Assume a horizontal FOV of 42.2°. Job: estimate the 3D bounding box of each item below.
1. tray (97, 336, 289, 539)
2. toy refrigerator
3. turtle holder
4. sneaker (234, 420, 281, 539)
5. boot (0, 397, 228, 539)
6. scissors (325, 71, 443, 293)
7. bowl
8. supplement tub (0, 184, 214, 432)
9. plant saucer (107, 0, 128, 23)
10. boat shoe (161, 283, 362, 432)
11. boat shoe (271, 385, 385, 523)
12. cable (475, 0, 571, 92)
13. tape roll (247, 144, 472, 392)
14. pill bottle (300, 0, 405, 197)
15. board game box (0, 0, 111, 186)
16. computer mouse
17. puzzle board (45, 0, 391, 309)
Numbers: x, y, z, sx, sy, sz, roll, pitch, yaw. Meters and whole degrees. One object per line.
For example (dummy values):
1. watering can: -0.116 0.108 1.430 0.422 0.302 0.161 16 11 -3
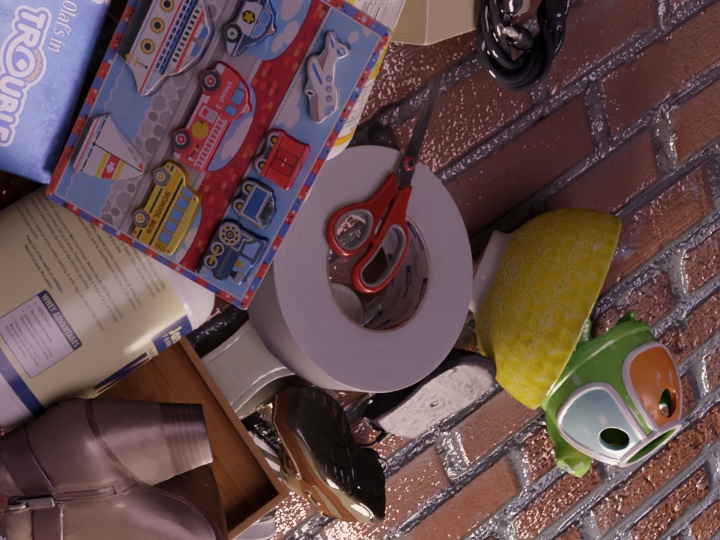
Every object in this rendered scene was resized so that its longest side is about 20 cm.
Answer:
1. tray: -0.152 0.124 0.743 0.098 0.037 0.202 -33 86 -15
2. toy refrigerator: 0.068 -0.232 0.730 0.199 0.069 0.077 -34 131 -52
3. turtle holder: 0.257 0.144 1.000 0.185 0.133 0.140 -43 153 19
4. sneaker: -0.153 0.183 0.827 0.198 0.075 0.118 5 99 -42
5. boot: -0.168 0.173 0.647 0.143 0.070 0.204 -12 114 -12
6. scissors: 0.038 -0.073 0.778 0.073 0.014 0.201 44 64 -20
7. bowl: 0.161 0.020 0.905 0.106 0.200 0.203 24 99 6
8. supplement tub: -0.195 0.006 0.669 0.198 0.145 0.147 -34 124 -14
9. plant saucer: -0.117 -0.259 0.660 0.197 0.034 0.204 -7 108 -21
10. boat shoe: -0.087 0.079 0.821 0.200 0.060 0.073 -33 83 -20
11. boat shoe: -0.039 0.177 0.842 0.072 0.077 0.201 -10 138 18
12. cable: 0.150 -0.242 0.752 0.201 0.050 0.165 -55 146 -37
13. tape roll: 0.000 0.000 0.792 0.197 0.066 0.205 3 84 -32
14. pill bottle: -0.043 -0.147 0.642 0.111 0.113 0.202 0 130 -31
15. board game box: -0.261 -0.182 0.588 0.196 0.043 0.203 18 101 -24
16. computer mouse: 0.024 0.118 0.887 0.139 0.047 0.200 25 124 -36
17. puzzle board: -0.092 -0.095 0.575 0.149 0.017 0.202 28 106 -6
